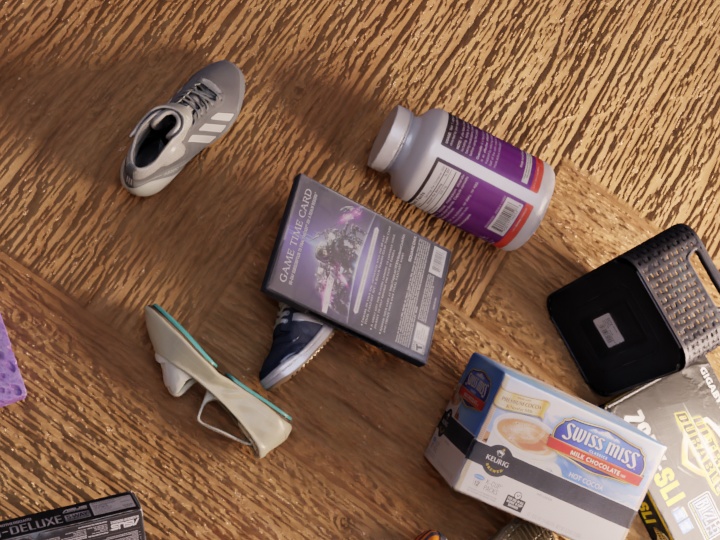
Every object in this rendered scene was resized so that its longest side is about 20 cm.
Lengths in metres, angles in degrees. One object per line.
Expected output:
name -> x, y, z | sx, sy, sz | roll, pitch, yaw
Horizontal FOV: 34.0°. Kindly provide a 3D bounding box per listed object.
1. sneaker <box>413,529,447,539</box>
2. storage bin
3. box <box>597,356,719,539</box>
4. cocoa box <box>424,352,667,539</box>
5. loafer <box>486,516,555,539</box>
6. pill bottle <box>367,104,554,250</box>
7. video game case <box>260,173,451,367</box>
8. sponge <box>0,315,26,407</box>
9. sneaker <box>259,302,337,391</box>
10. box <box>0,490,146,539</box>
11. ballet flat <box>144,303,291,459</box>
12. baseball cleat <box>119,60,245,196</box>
sneaker -> -0.003, 0.316, 1.193 | 0.112, 0.078, 0.200 | 46, 66, -2
storage bin -> 0.311, 0.048, 1.313 | 0.093, 0.200, 0.136 | -27, 84, -25
box -> 0.378, 0.217, 1.370 | 0.159, 0.049, 0.201 | -23, 83, -22
cocoa box -> 0.193, 0.191, 1.249 | 0.199, 0.133, 0.132 | 25, 92, -11
loafer -> 0.136, 0.330, 1.245 | 0.200, 0.068, 0.076 | -38, 93, -41
pill bottle -> 0.113, -0.110, 1.341 | 0.199, 0.112, 0.113 | 26, 68, -10
video game case -> 0.000, 0.000, 1.258 | 0.199, 0.019, 0.144 | 26, 61, -20
sponge -> -0.434, 0.104, 1.135 | 0.199, 0.030, 0.112 | -19, 81, -23
sneaker -> -0.069, 0.029, 1.259 | 0.109, 0.070, 0.200 | 45, 59, -7
box -> -0.291, 0.304, 1.080 | 0.199, 0.050, 0.159 | -11, 105, -21
ballet flat -> -0.159, 0.119, 1.209 | 0.200, 0.069, 0.070 | 41, 66, -4
baseball cleat -> -0.181, -0.164, 1.259 | 0.070, 0.106, 0.201 | 33, 65, -2
